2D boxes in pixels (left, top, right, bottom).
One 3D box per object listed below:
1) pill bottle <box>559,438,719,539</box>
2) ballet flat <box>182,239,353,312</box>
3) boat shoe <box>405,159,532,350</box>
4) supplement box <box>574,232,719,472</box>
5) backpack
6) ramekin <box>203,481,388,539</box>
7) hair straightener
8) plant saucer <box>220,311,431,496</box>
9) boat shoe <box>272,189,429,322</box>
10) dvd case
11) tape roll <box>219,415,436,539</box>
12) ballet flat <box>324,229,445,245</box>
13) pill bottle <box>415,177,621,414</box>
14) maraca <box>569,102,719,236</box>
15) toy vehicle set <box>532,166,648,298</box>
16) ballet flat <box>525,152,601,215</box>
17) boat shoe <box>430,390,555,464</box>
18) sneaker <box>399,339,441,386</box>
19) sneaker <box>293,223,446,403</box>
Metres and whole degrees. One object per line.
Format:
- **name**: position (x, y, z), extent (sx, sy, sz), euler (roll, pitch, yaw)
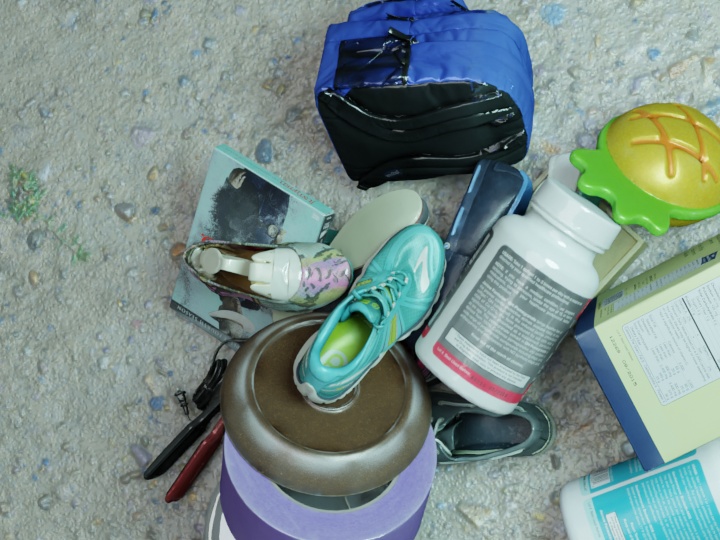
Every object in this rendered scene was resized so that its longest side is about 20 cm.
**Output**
- **pill bottle**: position (0.292, 0.217, 1.419), extent (0.199, 0.111, 0.112), euler (-22, 76, 14)
- **ballet flat**: position (-0.100, 0.001, 1.497), extent (0.199, 0.071, 0.070), euler (6, 85, 42)
- **boat shoe**: position (0.094, -0.013, 1.489), extent (0.068, 0.084, 0.201), euler (29, 80, 17)
- **supplement box**: position (0.312, 0.057, 1.377), extent (0.199, 0.200, 0.135), euler (-28, 92, 12)
- **backpack**: position (0.073, -0.189, 1.523), extent (0.198, 0.163, 0.169), euler (0, 62, 19)
- **ramekin**: position (-0.065, 0.262, 1.535), extent (0.200, 0.094, 0.205), euler (-3, 82, 17)
- **hair straightener**: position (-0.167, 0.143, 1.603), extent (0.077, 0.041, 0.201), euler (39, 105, 19)
- **plant saucer**: position (-0.030, 0.113, 1.423), extent (0.198, 0.032, 0.202), euler (5, 52, -6)
- **boat shoe**: position (0.000, 0.000, 1.508), extent (0.200, 0.062, 0.071), euler (-44, 37, 20)
- **dvd case**: position (-0.115, -0.010, 1.581), extent (0.145, 0.022, 0.201), euler (32, 123, 19)
- **tape roll**: position (-0.031, 0.186, 1.438), extent (0.198, 0.085, 0.201), euler (4, 53, -5)
- **ballet flat**: position (0.000, -0.007, 1.578), extent (0.198, 0.072, 0.073), euler (7, 84, 19)
- **pill bottle**: position (0.146, 0.020, 1.391), extent (0.110, 0.111, 0.201), euler (38, 102, 19)
- **maraca**: position (0.276, -0.093, 1.440), extent (0.137, 0.199, 0.107), euler (41, 132, 21)
- **toy vehicle set**: position (0.173, 0.005, 1.533), extent (0.200, 0.026, 0.124), euler (-47, 72, 6)
- **ballet flat**: position (0.181, -0.022, 1.493), extent (0.069, 0.069, 0.202), euler (19, 84, 19)
- **boat shoe**: position (0.090, 0.155, 1.518), extent (0.198, 0.062, 0.074), euler (-1, 85, 19)
- **sneaker**: position (-0.005, 0.093, 1.552), extent (0.198, 0.075, 0.081), euler (-17, 77, 15)
- **sneaker**: position (0.016, 0.037, 1.395), extent (0.077, 0.080, 0.200), euler (35, 69, 6)
